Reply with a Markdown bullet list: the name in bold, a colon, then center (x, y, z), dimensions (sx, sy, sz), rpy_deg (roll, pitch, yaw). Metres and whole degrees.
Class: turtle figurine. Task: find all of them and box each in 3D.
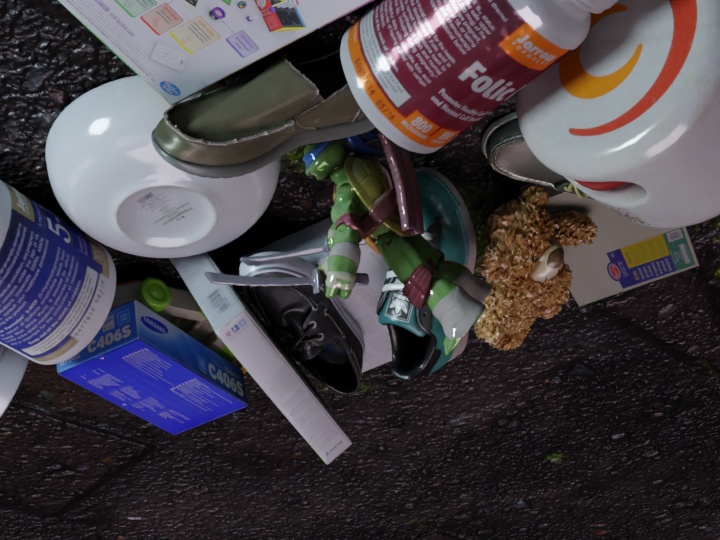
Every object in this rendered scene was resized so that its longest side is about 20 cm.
- **turtle figurine**: center (0.000, 0.000, 0.972), dimensions (0.193, 0.201, 0.144), rpy_deg (39, 164, 0)

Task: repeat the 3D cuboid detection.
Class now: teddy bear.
- **teddy bear**: center (0.158, 0.009, 1.088), dimensions (0.143, 0.067, 0.201), rpy_deg (-24, 148, -22)

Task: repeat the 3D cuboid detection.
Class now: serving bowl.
- **serving bowl**: center (-0.162, -0.070, 0.987), dimensions (0.196, 0.067, 0.201), rpy_deg (-5, 145, -4)

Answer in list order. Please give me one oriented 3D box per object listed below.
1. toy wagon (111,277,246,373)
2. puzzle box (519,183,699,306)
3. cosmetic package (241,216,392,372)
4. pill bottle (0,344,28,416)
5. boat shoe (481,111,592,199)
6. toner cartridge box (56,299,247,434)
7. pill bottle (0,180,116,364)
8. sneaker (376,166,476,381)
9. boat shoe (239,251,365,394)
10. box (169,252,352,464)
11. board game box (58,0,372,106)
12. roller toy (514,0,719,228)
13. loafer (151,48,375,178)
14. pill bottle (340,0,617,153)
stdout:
- **toy wagon**: center (-0.192, 0.067, 1.196), dimensions (0.198, 0.040, 0.155), rpy_deg (14, 141, -37)
- **puzzle box**: center (0.244, -0.040, 1.149), dimensions (0.131, 0.026, 0.200), rpy_deg (-20, 144, 15)
- **cosmetic package**: center (-0.002, 0.024, 1.167), dimensions (0.149, 0.052, 0.200), rpy_deg (-21, 143, 20)
- **pill bottle**: center (-0.399, 0.060, 1.047), dimensions (0.199, 0.113, 0.111), rpy_deg (31, 132, -24)
- **boat shoe**: center (0.203, -0.095, 1.010), dimensions (0.198, 0.061, 0.073), rpy_deg (2, 135, 0)
- **toner cartridge box**: center (-0.200, 0.099, 1.164), dimensions (0.094, 0.044, 0.200), rpy_deg (-23, 148, 15)
- **pill bottle**: center (-0.312, -0.012, 0.992), dimensions (0.118, 0.121, 0.200), rpy_deg (-24, 143, 23)
- **sneaker**: center (0.055, 0.011, 1.061), dimensions (0.071, 0.080, 0.203), rpy_deg (18, 128, 35)
- **boat shoe**: center (-0.050, 0.057, 1.103), dimensions (0.069, 0.067, 0.201), rpy_deg (-17, 143, 13)
- **box**: center (-0.092, 0.074, 1.095), dimensions (0.036, 0.144, 0.201), rpy_deg (-36, 128, -4)
- **board game box**: center (-0.097, -0.210, 0.821), dimensions (0.198, 0.041, 0.153), rpy_deg (-22, 143, 20)
- **roller toy**: center (0.217, -0.130, 0.872), dimensions (0.199, 0.185, 0.139), rpy_deg (-33, 139, 32)
- **loafer**: center (-0.066, -0.130, 0.893), dimensions (0.198, 0.075, 0.070), rpy_deg (-22, 141, -30)
- **pill bottle**: center (0.089, -0.181, 0.834), dimensions (0.113, 0.116, 0.199), rpy_deg (24, 135, -38)
